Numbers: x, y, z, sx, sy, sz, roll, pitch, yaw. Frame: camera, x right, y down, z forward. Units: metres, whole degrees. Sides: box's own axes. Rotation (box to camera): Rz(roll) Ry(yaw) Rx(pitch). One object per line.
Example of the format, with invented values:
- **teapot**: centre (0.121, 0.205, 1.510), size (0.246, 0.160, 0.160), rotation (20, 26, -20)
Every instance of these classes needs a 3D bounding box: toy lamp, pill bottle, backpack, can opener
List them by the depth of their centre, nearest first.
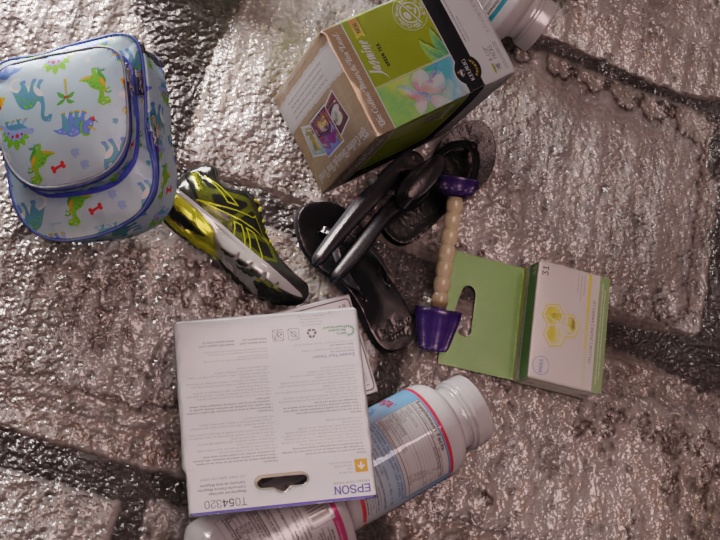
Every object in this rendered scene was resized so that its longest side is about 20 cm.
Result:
- **pill bottle**: centre (-0.112, 0.290, 1.271), size (0.198, 0.113, 0.115), rotation (-24, 85, -23)
- **backpack**: centre (-0.289, -0.132, 1.283), size (0.180, 0.147, 0.203), rotation (-10, 89, 6)
- **pill bottle**: centre (0.044, 0.194, 1.354), size (0.198, 0.109, 0.110), rotation (-25, 86, -24)
- **can opener**: centre (0.015, -0.067, 1.400), size (0.063, 0.079, 0.200), rotation (44, 68, 7)
- **toy lamp**: centre (0.099, -0.007, 1.435), size (0.057, 0.058, 0.204), rotation (8, 90, -17)
- **pill bottle**: centre (0.146, -0.360, 1.529), size (0.199, 0.111, 0.112), rotation (35, 68, -9)

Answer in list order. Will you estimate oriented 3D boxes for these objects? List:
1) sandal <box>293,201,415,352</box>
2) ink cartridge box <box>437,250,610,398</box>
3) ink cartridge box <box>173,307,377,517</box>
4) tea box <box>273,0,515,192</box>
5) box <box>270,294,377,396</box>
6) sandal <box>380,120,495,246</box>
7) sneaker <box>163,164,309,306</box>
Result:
- **sandal**: centre (0.001, 0.000, 1.422), size (0.076, 0.043, 0.201), rotation (-38, 91, -24)
- **ink cartridge box**: centre (0.199, 0.061, 1.477), size (0.197, 0.048, 0.148), rotation (14, 73, -18)
- **ink cartridge box**: centre (-0.089, 0.145, 1.267), size (0.193, 0.043, 0.203), rotation (-3, 74, -10)
- **tea box**: centre (0.033, -0.210, 1.401), size (0.195, 0.200, 0.135), rotation (-28, 87, -24)
- **box**: centre (-0.093, 0.109, 1.352), size (0.197, 0.060, 0.118), rotation (-15, 82, -23)
- **sandal**: centre (0.103, -0.106, 1.482), size (0.075, 0.048, 0.201), rotation (44, 68, -4)
- **sneaker**: centre (-0.128, -0.042, 1.370), size (0.199, 0.074, 0.085), rotation (40, 67, -6)
